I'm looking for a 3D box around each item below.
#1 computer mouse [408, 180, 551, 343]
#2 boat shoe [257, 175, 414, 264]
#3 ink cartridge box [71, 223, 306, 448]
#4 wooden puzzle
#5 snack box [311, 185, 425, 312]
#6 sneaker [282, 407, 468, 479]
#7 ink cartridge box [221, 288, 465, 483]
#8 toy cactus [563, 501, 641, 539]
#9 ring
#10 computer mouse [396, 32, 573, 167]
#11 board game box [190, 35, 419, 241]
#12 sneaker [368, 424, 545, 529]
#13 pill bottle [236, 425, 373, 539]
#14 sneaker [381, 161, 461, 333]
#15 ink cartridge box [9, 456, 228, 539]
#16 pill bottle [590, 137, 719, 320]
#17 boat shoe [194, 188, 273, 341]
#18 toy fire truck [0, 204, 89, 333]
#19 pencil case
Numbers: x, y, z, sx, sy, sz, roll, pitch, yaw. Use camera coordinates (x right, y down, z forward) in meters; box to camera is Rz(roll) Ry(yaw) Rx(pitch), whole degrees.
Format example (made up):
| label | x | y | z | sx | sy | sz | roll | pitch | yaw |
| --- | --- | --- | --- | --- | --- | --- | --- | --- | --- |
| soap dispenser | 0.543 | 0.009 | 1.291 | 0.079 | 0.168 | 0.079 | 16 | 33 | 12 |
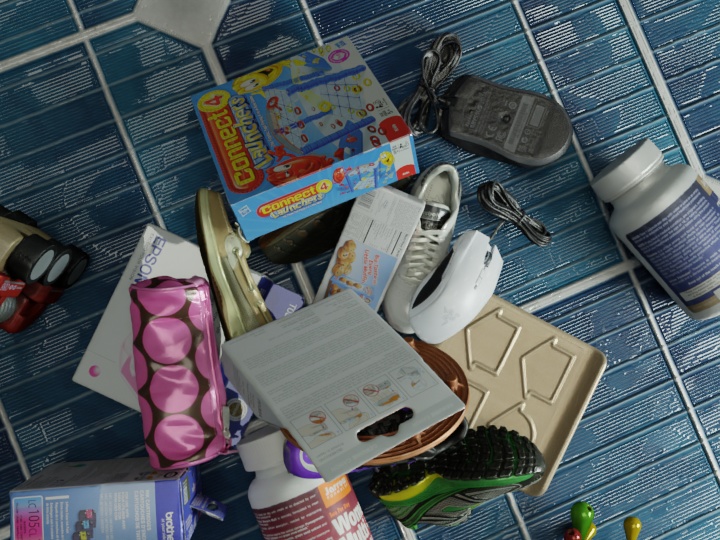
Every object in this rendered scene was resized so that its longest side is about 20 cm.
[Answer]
| label | x | y | z | sx | sy | sz | roll | pitch | yaw |
| --- | --- | --- | --- | --- | --- | --- | --- | --- | --- |
| computer mouse | 0.130 | -0.001 | 0.857 | 0.110 | 0.044 | 0.200 | 44 | 72 | -25 |
| boat shoe | -0.032 | -0.085 | 0.891 | 0.200 | 0.076 | 0.074 | -35 | 61 | 3 |
| ink cartridge box | -0.191 | 0.076 | 0.880 | 0.200 | 0.043 | 0.197 | 24 | 84 | -1 |
| wooden puzzle | 0.156 | 0.134 | 0.899 | 0.200 | 0.046 | 0.185 | 27 | 84 | 3 |
| snack box | 0.000 | 0.000 | 0.863 | 0.072 | 0.024 | 0.200 | 23 | 111 | -3 |
| sneaker | 0.023 | 0.166 | 0.784 | 0.200 | 0.099 | 0.070 | -8 | 91 | -29 |
| ink cartridge box | -0.021 | 0.113 | 0.762 | 0.160 | 0.047 | 0.200 | -23 | 46 | -27 |
| toy cactus | 0.268 | 0.370 | 0.872 | 0.165 | 0.102 | 0.200 | -29 | 97 | 4 |
| ring | 0.010 | 0.121 | 0.788 | 0.200 | 0.200 | 0.019 | -10 | 119 | -4 |
| computer mouse | 0.153 | -0.184 | 0.919 | 0.200 | 0.053 | 0.139 | 26 | 84 | 9 |
| board game box | -0.066 | -0.150 | 0.842 | 0.196 | 0.056 | 0.200 | -23 | 50 | -5 |
| sneaker | 0.112 | 0.230 | 0.847 | 0.200 | 0.078 | 0.085 | -22 | 114 | 32 |
| pill bottle | -0.056 | 0.263 | 0.841 | 0.109 | 0.110 | 0.200 | -22 | 88 | -5 |
| sneaker | 0.069 | -0.027 | 0.885 | 0.076 | 0.081 | 0.200 | 12 | 87 | -5 |
| ink cartridge box | -0.244 | 0.244 | 0.816 | 0.200 | 0.136 | 0.076 | -5 | 88 | -4 |
| pill bottle | 0.361 | -0.051 | 0.889 | 0.111 | 0.111 | 0.200 | -41 | 90 | -5 |
| boat shoe | -0.130 | 0.006 | 0.837 | 0.063 | 0.073 | 0.201 | -16 | 91 | -15 |
| toy fire truck | -0.379 | 0.046 | 0.801 | 0.129 | 0.176 | 0.200 | 33 | 85 | -2 |
| pencil case | -0.186 | 0.103 | 0.816 | 0.094 | 0.091 | 0.200 | -10 | 90 | 29 |
